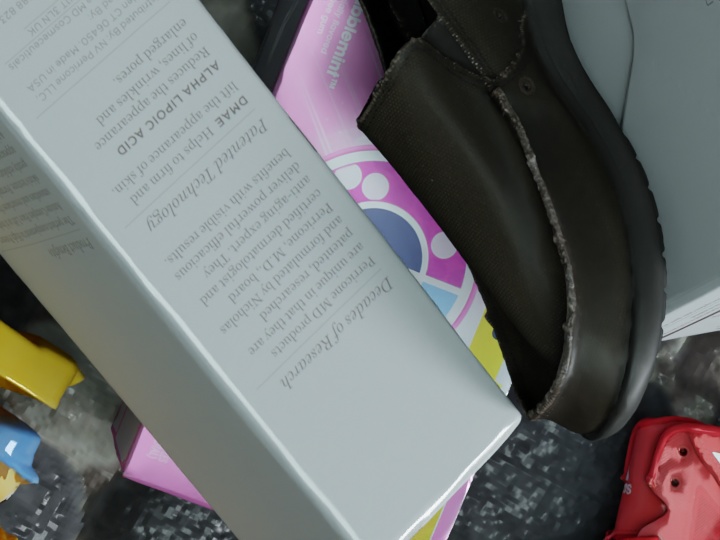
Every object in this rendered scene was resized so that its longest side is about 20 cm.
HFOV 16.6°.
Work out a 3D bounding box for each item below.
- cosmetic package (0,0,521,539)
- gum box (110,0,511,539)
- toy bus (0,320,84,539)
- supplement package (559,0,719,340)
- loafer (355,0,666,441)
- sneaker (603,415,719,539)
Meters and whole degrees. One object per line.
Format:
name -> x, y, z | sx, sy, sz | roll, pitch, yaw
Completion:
cosmetic package -> -0.052, -0.007, 0.740 | 0.074, 0.102, 0.200 | -44, 105, -20
gum box -> 0.000, 0.000, 0.840 | 0.113, 0.066, 0.201 | 21, 97, -12
toy bus -> -0.160, 0.030, 0.798 | 0.192, 0.136, 0.200 | -42, 107, -17
supplement package -> 0.123, -0.095, 0.743 | 0.110, 0.156, 0.202 | -8, 79, -23
loafer -> 0.032, -0.039, 0.743 | 0.071, 0.073, 0.201 | -8, 65, -22
sneaker -> 0.087, 0.118, 0.886 | 0.199, 0.078, 0.116 | -21, 96, -18
